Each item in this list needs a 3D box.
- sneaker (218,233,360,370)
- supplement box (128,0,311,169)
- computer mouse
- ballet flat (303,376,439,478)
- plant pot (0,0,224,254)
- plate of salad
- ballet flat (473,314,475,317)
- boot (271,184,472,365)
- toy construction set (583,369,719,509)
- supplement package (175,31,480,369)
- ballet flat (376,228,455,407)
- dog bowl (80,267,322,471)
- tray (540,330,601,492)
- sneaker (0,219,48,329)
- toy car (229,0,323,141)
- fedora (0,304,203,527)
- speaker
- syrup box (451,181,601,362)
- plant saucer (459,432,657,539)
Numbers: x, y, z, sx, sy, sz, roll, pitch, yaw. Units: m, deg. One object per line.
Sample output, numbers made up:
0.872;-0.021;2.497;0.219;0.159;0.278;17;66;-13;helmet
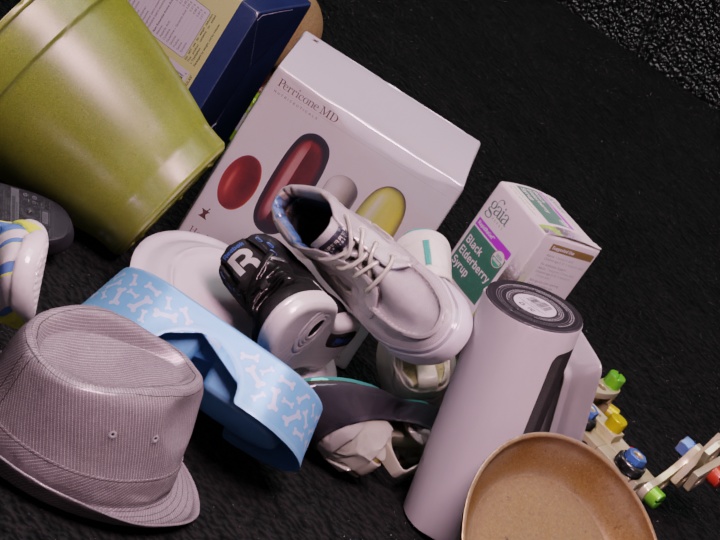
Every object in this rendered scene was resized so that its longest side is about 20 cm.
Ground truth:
-0.072;0.020;1.554;0.112;0.073;0.200;44;2;12;sneaker
-0.194;-0.219;1.882;0.200;0.200;0.134;38;20;10;supplement box
-0.316;-0.051;1.573;0.199;0.034;0.059;19;41;-22;computer mouse
0.011;0.129;1.596;0.073;0.073;0.200;47;17;33;ballet flat
-0.221;-0.122;1.674;0.193;0.200;0.200;45;20;-4;plant pot
-0.105;0.049;1.629;0.200;0.048;0.200;30;31;-21;plate of salad
0.113;0.080;1.709;0.068;0.200;0.063;-5;66;-7;ballet flat
0.000;0.000;1.569;0.096;0.074;0.200;38;-2;-41;boot
0.237;0.153;1.864;0.200;0.092;0.131;31;17;27;toy construction set
-0.031;-0.063;1.775;0.191;0.200;0.147;32;20;-2;supplement package
0.049;0.059;1.671;0.069;0.201;0.070;0;38;0;ballet flat
-0.113;0.069;1.483;0.200;0.050;0.112;35;-19;3;dog bowl
0.142;0.131;1.617;0.022;0.201;0.107;2;30;-19;tray
-0.280;-0.006;1.421;0.105;0.076;0.200;12;-2;-17;sneaker
-0.104;-0.255;2.097;0.157;0.200;0.164;32;20;-5;toy car
-0.174;0.087;1.374;0.199;0.090;0.177;17;26;-39;fedora
0.099;0.112;1.564;0.081;0.201;0.081;17;22;-7;speaker
0.112;0.028;1.783;0.081;0.200;0.079;13;29;-43;syrup box
0.144;0.222;1.520;0.200;0.035;0.201;17;61;-32;plant saucer
